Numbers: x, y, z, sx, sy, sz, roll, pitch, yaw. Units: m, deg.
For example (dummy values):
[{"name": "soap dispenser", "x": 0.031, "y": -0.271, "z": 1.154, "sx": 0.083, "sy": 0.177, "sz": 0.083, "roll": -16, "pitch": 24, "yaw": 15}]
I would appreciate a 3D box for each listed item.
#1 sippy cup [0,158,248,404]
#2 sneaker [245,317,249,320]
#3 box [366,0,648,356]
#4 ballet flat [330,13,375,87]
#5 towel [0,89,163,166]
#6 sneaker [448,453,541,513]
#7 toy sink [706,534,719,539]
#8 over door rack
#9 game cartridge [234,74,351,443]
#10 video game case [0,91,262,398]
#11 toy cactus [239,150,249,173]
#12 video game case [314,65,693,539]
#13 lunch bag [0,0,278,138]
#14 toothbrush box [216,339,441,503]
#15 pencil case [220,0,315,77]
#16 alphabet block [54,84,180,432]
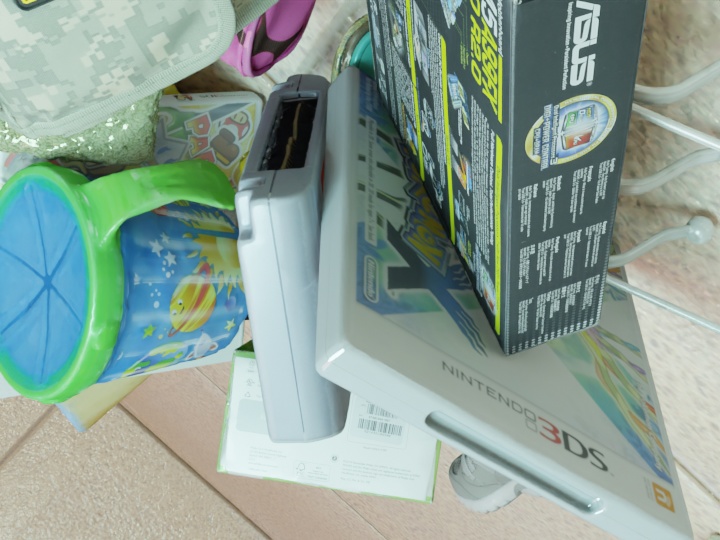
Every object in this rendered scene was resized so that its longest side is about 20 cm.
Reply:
[{"name": "sippy cup", "x": -0.141, "y": 0.006, "z": 0.745, "sx": 0.130, "sy": 0.140, "sz": 0.178, "roll": -1, "pitch": -179, "yaw": -43}, {"name": "sneaker", "x": -0.023, "y": 0.069, "z": 1.028, "sx": 0.200, "sy": 0.084, "sz": 0.077, "roll": 37, "pitch": 162, "yaw": 13}, {"name": "box", "x": 0.044, "y": -0.086, "z": 0.456, "sx": 0.200, "sy": 0.044, "sz": 0.160, "roll": 80, "pitch": 168, "yaw": -56}, {"name": "ballet flat", "x": 0.028, "y": -0.060, "z": 0.668, "sx": 0.071, "sy": 0.071, "sz": 0.200, "roll": 20, "pitch": 153, "yaw": 47}, {"name": "towel", "x": -0.204, "y": -0.132, "z": 0.682, "sx": 0.199, "sy": 0.149, "sz": 0.037, "roll": 9, "pitch": -149, "yaw": -13}, {"name": "sneaker", "x": 0.113, "y": 0.130, "z": 0.948, "sx": 0.082, "sy": 0.075, "sz": 0.200, "roll": 54, "pitch": 156, "yaw": 4}, {"name": "toy sink", "x": 0.309, "y": 0.296, "z": 0.840, "sx": 0.200, "sy": 0.112, "sz": 0.130, "roll": 24, "pitch": 156, "yaw": 41}, {"name": "over door rack", "x": 0.158, "y": -0.015, "z": 0.491, "sx": 0.200, "sy": 0.067, "sz": 0.148, "roll": 37, "pitch": 161, "yaw": 19}, {"name": "game cartridge", "x": -0.027, "y": -0.008, "z": 0.603, "sx": 0.200, "sy": 0.041, "sz": 0.133, "roll": -87, "pitch": -6, "yaw": -66}, {"name": "video game case", "x": -0.157, "y": -0.017, "z": 0.817, "sx": 0.023, "sy": 0.182, "sz": 0.200, "roll": 40, "pitch": 130, "yaw": 51}, {"name": "toy cactus", "x": 0.000, "y": 0.000, "z": 0.776, "sx": 0.165, "sy": 0.102, "sz": 0.200, "roll": 28, "pitch": 152, "yaw": 33}, {"name": "video game case", "x": 0.061, "y": 0.011, "z": 0.545, "sx": 0.182, "sy": 0.200, "sz": 0.022, "roll": 31, "pitch": 123, "yaw": -22}, {"name": "lunch bag", "x": -0.094, "y": -0.162, "z": 0.449, "sx": 0.117, "sy": 0.200, "sz": 0.164, "roll": 27, "pitch": 157, "yaw": 35}, {"name": "toothbrush box", "x": -0.014, "y": 0.099, "z": 0.889, "sx": 0.145, "sy": 0.086, "sz": 0.200, "roll": 8, "pitch": 180, "yaw": 3}, {"name": "pencil case", "x": -0.103, "y": -0.187, "z": 0.607, "sx": 0.200, "sy": 0.094, "sz": 0.091, "roll": 37, "pitch": -156, "yaw": 6}, {"name": "alphabet block", "x": -0.213, "y": -0.042, "z": 0.915, "sx": 0.195, "sy": 0.200, "sz": 0.197, "roll": 38, "pitch": 164, "yaw": 46}]
